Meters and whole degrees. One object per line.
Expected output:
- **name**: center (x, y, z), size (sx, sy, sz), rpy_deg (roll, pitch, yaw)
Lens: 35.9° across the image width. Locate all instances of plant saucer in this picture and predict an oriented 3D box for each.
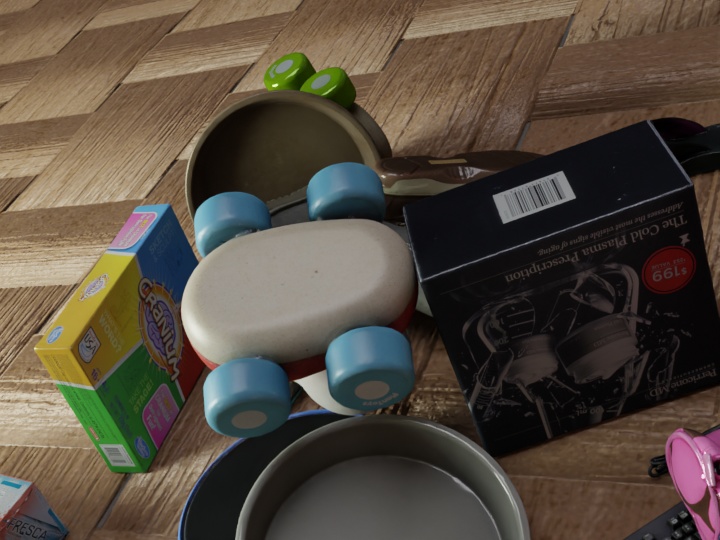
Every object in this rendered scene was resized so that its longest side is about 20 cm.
- **plant saucer**: center (-0.074, -0.084, 1.103), size (0.198, 0.201, 0.030), rpy_deg (-20, 25, 5)

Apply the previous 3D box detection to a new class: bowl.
- **bowl**: center (-0.049, 0.186, 0.856), size (0.199, 0.040, 0.201), rpy_deg (-16, 34, 11)

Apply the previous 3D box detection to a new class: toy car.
- **toy car**: center (-0.030, 0.058, 0.867), size (0.175, 0.201, 0.186), rpy_deg (-14, 53, 6)
- **toy car**: center (-0.076, -0.096, 1.168), size (0.200, 0.165, 0.158), rpy_deg (-43, 37, -11)

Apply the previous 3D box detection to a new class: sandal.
- **sandal**: center (0.301, -0.123, 1.065), size (0.199, 0.048, 0.076), rpy_deg (-14, 35, 13)

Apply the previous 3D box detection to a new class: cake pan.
- **cake pan**: center (0.015, 0.190, 0.756), size (0.198, 0.037, 0.201), rpy_deg (-2, 47, 2)

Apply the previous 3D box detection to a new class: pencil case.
- **pencil case**: center (0.294, 0.114, 0.678), size (0.198, 0.094, 0.091), rpy_deg (-15, 55, -1)

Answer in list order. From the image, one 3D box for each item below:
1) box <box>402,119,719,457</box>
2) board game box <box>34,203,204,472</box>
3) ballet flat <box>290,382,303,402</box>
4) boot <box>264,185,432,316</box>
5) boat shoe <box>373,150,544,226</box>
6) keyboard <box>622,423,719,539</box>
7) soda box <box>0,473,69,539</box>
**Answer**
- **box**: center (0.156, 0.017, 0.837), size (0.198, 0.183, 0.104), rpy_deg (-20, 34, 6)
- **board game box**: center (-0.202, 0.059, 1.022), size (0.040, 0.154, 0.201), rpy_deg (-4, 39, 25)
- **ballet flat**: center (-0.066, 0.046, 1.034), size (0.071, 0.072, 0.201), rpy_deg (-2, 39, 29)
- **boot**: center (0.000, -0.001, 0.999), size (0.199, 0.073, 0.182), rpy_deg (32, 47, 21)
- **boat shoe**: center (0.109, -0.073, 1.095), size (0.200, 0.076, 0.075), rpy_deg (-1, 25, -7)
- **keyboard**: center (0.260, 0.141, 0.750), size (0.199, 0.021, 0.127), rpy_deg (-29, 34, -10)
- **soda box**: center (-0.352, 0.213, 0.974), size (0.199, 0.069, 0.064), rpy_deg (5, 42, 35)
